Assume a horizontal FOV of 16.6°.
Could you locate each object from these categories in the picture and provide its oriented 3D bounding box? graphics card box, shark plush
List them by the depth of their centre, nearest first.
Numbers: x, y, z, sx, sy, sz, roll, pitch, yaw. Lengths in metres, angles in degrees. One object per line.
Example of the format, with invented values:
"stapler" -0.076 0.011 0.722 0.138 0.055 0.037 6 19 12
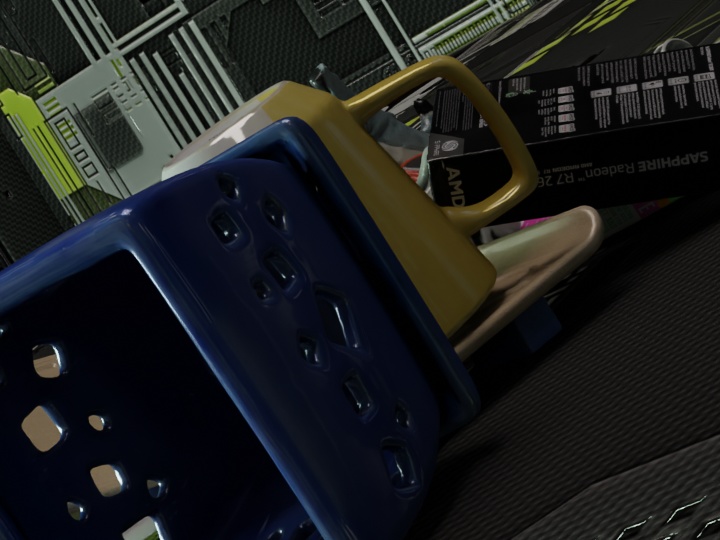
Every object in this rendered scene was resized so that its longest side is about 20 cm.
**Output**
"graphics card box" 0.139 -0.079 1.424 0.198 0.051 0.126 -8 23 7
"shark plush" 0.039 -0.082 1.752 0.091 0.199 0.084 -40 30 55

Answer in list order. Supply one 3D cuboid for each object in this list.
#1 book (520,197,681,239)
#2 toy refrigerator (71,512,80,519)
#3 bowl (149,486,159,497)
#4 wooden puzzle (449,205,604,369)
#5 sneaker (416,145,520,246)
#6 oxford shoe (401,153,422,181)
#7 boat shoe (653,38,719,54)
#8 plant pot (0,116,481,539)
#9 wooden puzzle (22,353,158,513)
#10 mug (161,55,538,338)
"book" 0.147 -0.049 1.560 0.199 0.048 0.134 -29 12 31
"toy refrigerator" -0.264 0.135 1.557 0.076 0.071 0.199 -24 16 -38
"bowl" -0.216 0.144 1.655 0.199 0.040 0.201 -22 20 9
"wooden puzzle" 0.033 0.054 1.368 0.200 0.046 0.185 -43 11 -33
"sneaker" 0.000 0.000 1.519 0.199 0.081 0.075 -37 17 -6
"oxford shoe" 0.039 0.006 1.628 0.071 0.073 0.201 -3 38 26
"boat shoe" 0.220 -0.126 1.675 0.199 0.066 0.074 -27 9 39
"plant pot" -0.071 0.054 1.174 0.199 0.201 0.180 -29 7 38
"wooden puzzle" -0.206 0.108 1.435 0.199 0.038 0.185 -21 28 -24
"mug" -0.018 -0.026 1.334 0.186 0.154 0.149 -41 10 -32
